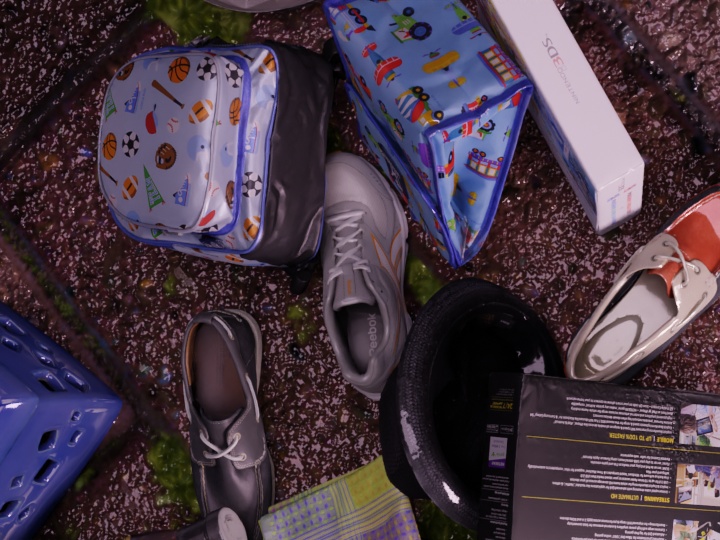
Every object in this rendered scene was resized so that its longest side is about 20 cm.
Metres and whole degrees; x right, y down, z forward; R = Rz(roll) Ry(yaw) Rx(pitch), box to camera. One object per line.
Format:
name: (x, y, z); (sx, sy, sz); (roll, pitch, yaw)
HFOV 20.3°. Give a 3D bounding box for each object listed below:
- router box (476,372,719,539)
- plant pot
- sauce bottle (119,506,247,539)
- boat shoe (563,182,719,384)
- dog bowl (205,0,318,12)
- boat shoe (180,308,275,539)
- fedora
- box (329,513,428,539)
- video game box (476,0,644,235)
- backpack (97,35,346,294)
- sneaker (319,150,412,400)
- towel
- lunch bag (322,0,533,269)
router box: (0.184, 0.157, 1.480); (0.199, 0.051, 0.151); (8, 85, -27)
plant pot: (-0.343, 0.125, 1.615); (0.199, 0.180, 0.201); (36, 94, 14)
sauce bottle: (-0.181, 0.244, 1.607); (0.199, 0.066, 0.066); (-29, 78, 20)
boat shoe: (0.229, 0.013, 1.537); (0.071, 0.063, 0.200); (43, 95, 16)
dog bowl: (-0.074, -0.304, 1.646); (0.198, 0.059, 0.202); (-1, 85, 14)
boat shoe: (-0.111, 0.132, 1.613); (0.071, 0.068, 0.202); (-5, 88, 13)
fedora: (0.074, 0.109, 1.532); (0.091, 0.200, 0.202); (-22, 78, 45)
box: (0.047, 0.290, 1.532); (0.199, 0.043, 0.162); (14, 88, 38)
video game box: (0.147, -0.136, 1.509); (0.047, 0.182, 0.201); (-29, 79, 4)
backpack: (-0.122, -0.093, 1.584); (0.190, 0.153, 0.202); (3, 82, 48)
sneaker: (0.000, 0.000, 1.582); (0.075, 0.092, 0.202); (-15, 81, 13)
towel: (-0.005, 0.254, 1.536); (0.143, 0.023, 0.201); (-26, 65, 30)
lunch bag: (0.049, -0.108, 1.533); (0.094, 0.201, 0.151); (-27, 58, -17)
